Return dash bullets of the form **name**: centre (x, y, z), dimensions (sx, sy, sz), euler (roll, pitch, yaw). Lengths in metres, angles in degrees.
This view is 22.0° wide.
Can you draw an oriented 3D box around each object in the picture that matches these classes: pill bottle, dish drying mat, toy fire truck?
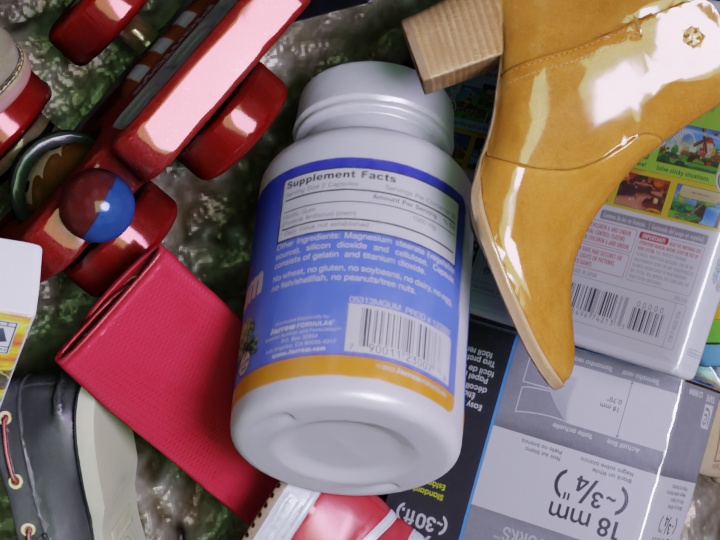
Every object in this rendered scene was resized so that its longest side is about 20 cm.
- **pill bottle**: centre (0.000, 0.000, 0.920), dimensions (0.112, 0.112, 0.200), euler (16, 57, -17)
- **dish drying mat**: centre (-0.068, 0.070, 0.943), dimensions (0.077, 0.018, 0.200), euler (-48, 130, -5)
- **toy fire truck**: centre (-0.112, -0.068, 0.882), dimensions (0.112, 0.168, 0.200), euler (43, 83, -15)

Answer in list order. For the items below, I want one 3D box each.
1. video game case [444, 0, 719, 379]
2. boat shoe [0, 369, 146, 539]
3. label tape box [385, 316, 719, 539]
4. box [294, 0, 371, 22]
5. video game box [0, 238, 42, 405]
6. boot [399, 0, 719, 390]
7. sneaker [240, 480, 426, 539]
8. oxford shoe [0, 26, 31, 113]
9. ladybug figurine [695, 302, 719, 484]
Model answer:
- **video game case**: centre (0.110, -0.056, 0.946), dimensions (0.023, 0.200, 0.182), euler (19, 88, -49)
- **boat shoe**: centre (-0.145, 0.147, 0.947), dimensions (0.063, 0.074, 0.202), euler (-3, 103, 12)
- **label tape box**: centre (0.088, 0.136, 0.972), dimensions (0.063, 0.144, 0.200), euler (18, 87, -61)
- **box**: centre (-0.031, -0.197, 0.880), dimensions (0.079, 0.200, 0.141), euler (-36, 103, -12)
- **video game box**: centre (-0.263, 0.038, 0.848), dimensions (0.200, 0.182, 0.047), euler (9, 55, -17)
- **boot**: centre (0.116, -0.058, 0.876), dimensions (0.144, 0.071, 0.201), euler (-19, 89, 2)
- **sneaker**: centre (-0.034, 0.202, 0.949), dimensions (0.112, 0.071, 0.200), euler (31, 102, 2)
- **oxford shoe**: centre (-0.244, -0.078, 0.833), dimensions (0.200, 0.071, 0.074), euler (-25, 132, -22)
- **ladybug figurine**: centre (0.195, 0.018, 1.031), dimensions (0.136, 0.072, 0.200), euler (0, 94, -16)
